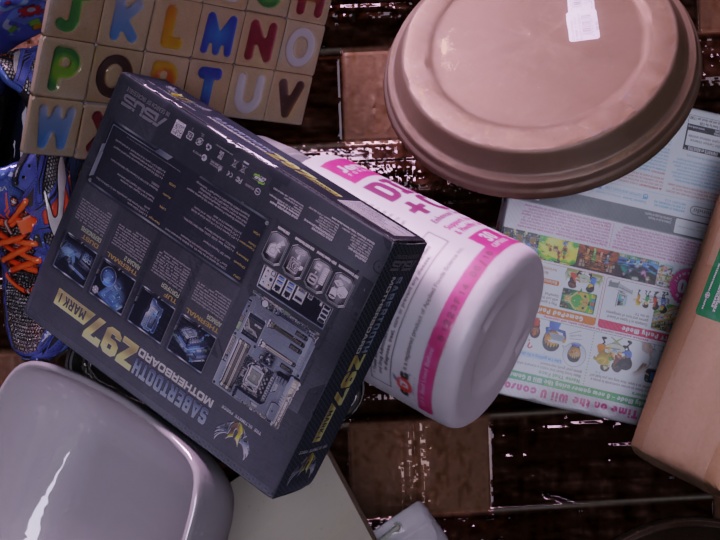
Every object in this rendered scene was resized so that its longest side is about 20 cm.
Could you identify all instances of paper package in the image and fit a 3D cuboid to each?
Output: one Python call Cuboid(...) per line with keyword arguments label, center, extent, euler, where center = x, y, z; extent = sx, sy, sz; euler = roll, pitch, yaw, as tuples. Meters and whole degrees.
Cuboid(label="paper package", center=(0.281, 0.054, 0.763), extent=(0.189, 0.103, 0.203), euler=(21, 91, -33))

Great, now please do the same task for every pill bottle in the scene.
Cuboid(label="pill bottle", center=(0.000, 0.000, 0.761), extent=(0.198, 0.113, 0.115), euler=(27, 90, 23))

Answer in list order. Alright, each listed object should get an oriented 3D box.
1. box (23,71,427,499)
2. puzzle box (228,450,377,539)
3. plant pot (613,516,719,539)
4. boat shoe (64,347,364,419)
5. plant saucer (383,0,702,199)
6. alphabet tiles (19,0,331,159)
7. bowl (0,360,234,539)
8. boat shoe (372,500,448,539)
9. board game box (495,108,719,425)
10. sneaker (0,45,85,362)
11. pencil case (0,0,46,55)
Cuboid(label="box", center=(-0.081, 0.005, 0.710), extent=(0.198, 0.051, 0.160), euler=(31, 104, 22))
Cuboid(label="puzzle box", center=(-0.082, 0.204, 0.792), extent=(0.199, 0.026, 0.134), euler=(-34, 48, 1))
Cuboid(label="plant pot", center=(0.224, 0.267, 0.754), extent=(0.196, 0.198, 0.204), euler=(0, 90, -1))
Cuboid(label="boat shoe", center=(-0.095, 0.064, 0.811), extent=(0.196, 0.064, 0.072), euler=(4, 90, 0))
Cuboid(label="plant saucer", center=(0.108, -0.132, 0.775), extent=(0.196, 0.030, 0.203), euler=(-6, 55, 9))
Cuboid(label="alphabet tiles", center=(-0.100, -0.144, 0.760), extent=(0.198, 0.008, 0.170), euler=(0, 110, -43))
Cuboid(label="bowl", center=(-0.163, 0.171, 0.761), extent=(0.198, 0.074, 0.203), euler=(22, 92, 37))
Cuboid(label="boat shoe", center=(-0.029, 0.219, 0.821), extent=(0.198, 0.074, 0.067), euler=(-27, 70, -5))
Cuboid(label="board game box", center=(0.157, -0.009, 0.816), extent=(0.145, 0.064, 0.204), euler=(13, 89, 0))
Cuboid(label="sneaker", center=(-0.211, -0.043, 0.790), extent=(0.074, 0.078, 0.204), euler=(-2, 91, 29))
Cuboid(label="pencil case", center=(-0.203, -0.187, 0.768), extent=(0.198, 0.087, 0.079), euler=(-27, 78, 19))
